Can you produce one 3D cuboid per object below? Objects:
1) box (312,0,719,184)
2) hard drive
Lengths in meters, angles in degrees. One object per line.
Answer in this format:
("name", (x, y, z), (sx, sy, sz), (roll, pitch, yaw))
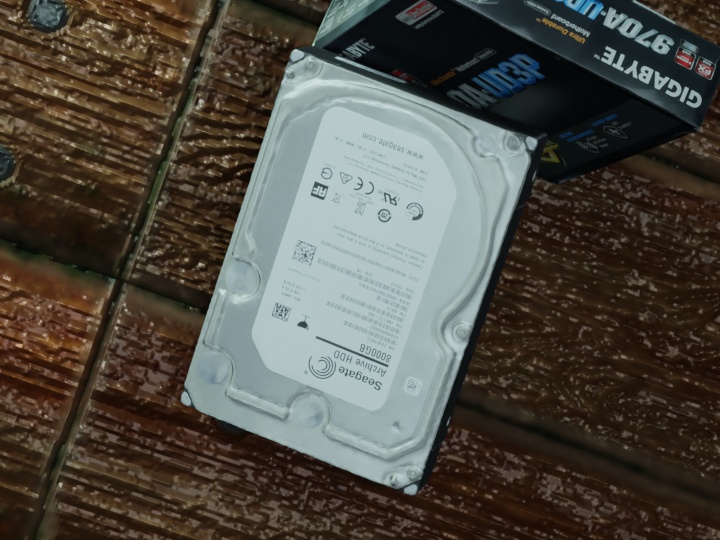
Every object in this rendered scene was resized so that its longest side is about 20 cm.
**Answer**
("box", (0.075, -0.109, 1.305), (0.159, 0.200, 0.046), (27, 78, -13))
("hard drive", (0.000, 0.000, 1.336), (0.139, 0.038, 0.201), (22, 104, 10))
